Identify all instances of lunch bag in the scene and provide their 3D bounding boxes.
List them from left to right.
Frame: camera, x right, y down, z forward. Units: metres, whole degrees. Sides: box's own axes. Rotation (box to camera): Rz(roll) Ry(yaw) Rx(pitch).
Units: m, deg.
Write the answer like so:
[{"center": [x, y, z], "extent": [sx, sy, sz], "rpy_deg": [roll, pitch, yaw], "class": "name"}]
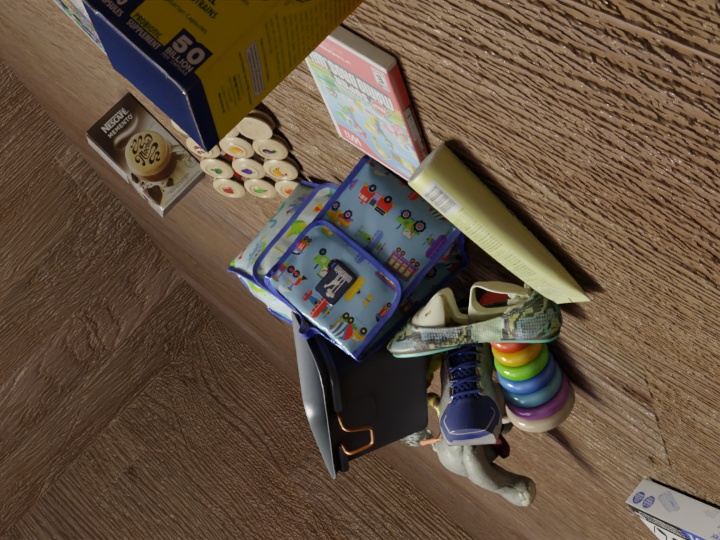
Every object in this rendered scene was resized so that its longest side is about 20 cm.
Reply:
[{"center": [-0.060, -0.019, 1.422], "extent": [0.127, 0.170, 0.200], "rpy_deg": [45, 169, -29], "class": "lunch bag"}, {"center": [0.000, 0.000, 1.214], "extent": [0.150, 0.200, 0.094], "rpy_deg": [38, 167, 23], "class": "lunch bag"}]

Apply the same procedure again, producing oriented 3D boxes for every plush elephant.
[{"center": [0.174, 0.207, 1.512], "extent": [0.198, 0.166, 0.155], "rpy_deg": [15, 134, -17], "class": "plush elephant"}]

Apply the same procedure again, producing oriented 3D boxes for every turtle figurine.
[{"center": [0.076, 0.139, 1.507], "extent": [0.064, 0.162, 0.200], "rpy_deg": [31, 178, -33], "class": "turtle figurine"}]

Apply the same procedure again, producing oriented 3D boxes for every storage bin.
[{"center": [0.008, 0.134, 1.275], "extent": [0.146, 0.133, 0.201], "rpy_deg": [-118, 16, -45], "class": "storage bin"}]

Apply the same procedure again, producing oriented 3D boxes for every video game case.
[{"center": [-0.443, -0.423, 1.686], "extent": [0.200, 0.023, 0.182], "rpy_deg": [46, 168, -10], "class": "video game case"}, {"center": [0.004, -0.168, 1.080], "extent": [0.143, 0.017, 0.200], "rpy_deg": [36, 166, 32], "class": "video game case"}]

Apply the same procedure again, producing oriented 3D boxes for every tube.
[{"center": [0.133, -0.036, 1.040], "extent": [0.200, 0.052, 0.058], "rpy_deg": [43, -150, -7], "class": "tube"}]

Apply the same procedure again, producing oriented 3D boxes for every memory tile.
[{"center": [-0.161, -0.154, 1.489], "extent": [0.152, 0.017, 0.200], "rpy_deg": [4, 152, 20], "class": "memory tile"}]

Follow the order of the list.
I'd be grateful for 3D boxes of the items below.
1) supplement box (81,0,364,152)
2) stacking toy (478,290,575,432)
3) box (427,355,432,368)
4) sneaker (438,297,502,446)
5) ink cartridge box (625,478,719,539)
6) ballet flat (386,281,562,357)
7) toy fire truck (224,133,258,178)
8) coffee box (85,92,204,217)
[{"center": [-0.089, -0.209, 0.812], "extent": [0.109, 0.200, 0.110], "rpy_deg": [41, 167, 11], "class": "supplement box"}, {"center": [0.182, 0.093, 1.248], "extent": [0.085, 0.085, 0.201], "rpy_deg": [30, 155, 48], "class": "stacking toy"}, {"center": [0.038, 0.105, 1.415], "extent": [0.100, 0.201, 0.075], "rpy_deg": [-5, -148, -46], "class": "box"}, {"center": [0.121, 0.105, 1.301], "extent": [0.080, 0.200, 0.116], "rpy_deg": [-10, 129, 17], "class": "sneaker"}, {"center": [0.410, 0.315, 1.291], "extent": [0.094, 0.044, 0.200], "rpy_deg": [46, 168, -17], "class": "ink cartridge box"}, {"center": [0.114, 0.046, 1.151], "extent": [0.198, 0.075, 0.074], "rpy_deg": [-10, 139, 24], "class": "ballet flat"}, {"center": [-0.189, -0.189, 1.565], "extent": [0.141, 0.049, 0.200], "rpy_deg": [48, 166, -23], "class": "toy fire truck"}, {"center": [-0.397, -0.213, 2.018], "extent": [0.200, 0.113, 0.080], "rpy_deg": [44, 168, -2], "class": "coffee box"}]
